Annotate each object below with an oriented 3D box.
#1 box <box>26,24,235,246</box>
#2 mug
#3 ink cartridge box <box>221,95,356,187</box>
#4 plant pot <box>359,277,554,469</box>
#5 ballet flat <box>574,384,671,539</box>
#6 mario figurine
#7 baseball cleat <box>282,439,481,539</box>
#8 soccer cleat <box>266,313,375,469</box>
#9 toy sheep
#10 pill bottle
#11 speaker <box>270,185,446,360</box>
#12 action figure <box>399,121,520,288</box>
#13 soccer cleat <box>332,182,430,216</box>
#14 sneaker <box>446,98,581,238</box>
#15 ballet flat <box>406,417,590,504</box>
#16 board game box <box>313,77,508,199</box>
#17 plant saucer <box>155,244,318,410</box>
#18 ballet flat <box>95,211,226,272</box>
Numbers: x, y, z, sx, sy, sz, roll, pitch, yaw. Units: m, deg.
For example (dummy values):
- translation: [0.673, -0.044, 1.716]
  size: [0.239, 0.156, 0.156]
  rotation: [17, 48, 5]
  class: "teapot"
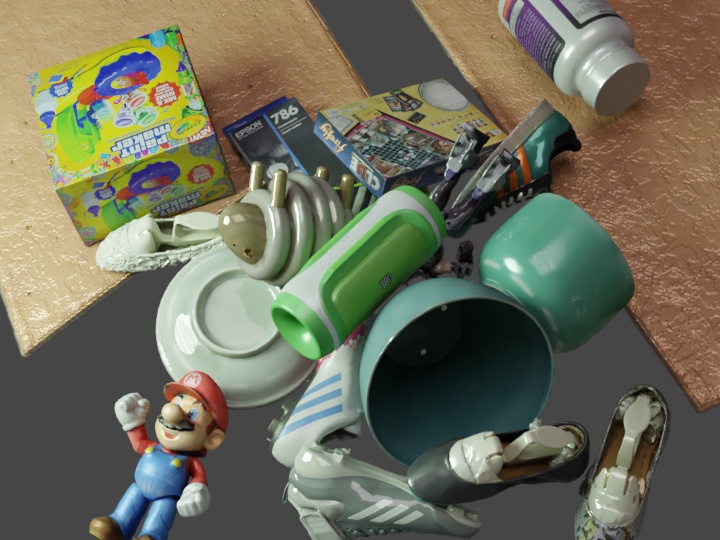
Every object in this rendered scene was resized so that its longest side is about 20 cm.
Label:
- translation: [-0.281, -0.166, 1.562]
  size: [0.198, 0.122, 0.194]
  rotation: [-20, 57, -5]
  class: "box"
- translation: [0.195, 0.016, 1.364]
  size: [0.114, 0.185, 0.152]
  rotation: [-41, 84, -15]
  class: "mug"
- translation: [-0.092, -0.144, 1.568]
  size: [0.099, 0.039, 0.201]
  rotation: [-30, 57, -10]
  class: "ink cartridge box"
- translation: [0.083, 0.088, 1.312]
  size: [0.198, 0.202, 0.135]
  rotation: [-22, 30, -6]
  class: "plant pot"
- translation: [0.260, 0.197, 1.267]
  size: [0.071, 0.072, 0.202]
  rotation: [16, 61, 18]
  class: "ballet flat"
- translation: [-0.208, 0.192, 1.318]
  size: [0.123, 0.106, 0.202]
  rotation: [29, 69, -13]
  class: "mario figurine"
- translation: [0.019, 0.247, 1.283]
  size: [0.198, 0.070, 0.108]
  rotation: [22, 94, 9]
  class: "baseball cleat"
- translation: [-0.021, 0.132, 1.365]
  size: [0.086, 0.070, 0.201]
  rotation: [30, 67, 7]
  class: "soccer cleat"
- translation: [-0.066, -0.046, 1.382]
  size: [0.198, 0.138, 0.139]
  rotation: [2, 48, -34]
  class: "toy sheep"
- translation: [0.264, -0.285, 1.560]
  size: [0.111, 0.112, 0.201]
  rotation: [-27, 57, -10]
  class: "pill bottle"
- translation: [0.000, 0.000, 1.317]
  size: [0.088, 0.089, 0.200]
  rotation: [33, 62, 27]
  class: "speaker"
- translation: [0.090, -0.061, 1.411]
  size: [0.130, 0.069, 0.201]
  rotation: [35, 98, 6]
  class: "action figure"
- translation: [-0.007, -0.060, 1.478]
  size: [0.198, 0.068, 0.082]
  rotation: [-21, 68, -13]
  class: "soccer cleat"
- translation: [0.177, -0.103, 1.477]
  size: [0.080, 0.071, 0.200]
  rotation: [42, 84, 2]
  class: "sneaker"
- translation: [0.142, 0.182, 1.257]
  size: [0.198, 0.073, 0.074]
  rotation: [-4, 53, -21]
  class: "ballet flat"
- translation: [0.062, -0.159, 1.508]
  size: [0.198, 0.035, 0.136]
  rotation: [-19, 52, -34]
  class: "board game box"
- translation: [-0.132, 0.052, 1.416]
  size: [0.197, 0.050, 0.202]
  rotation: [-1, 65, 1]
  class: "plant saucer"
- translation: [-0.222, -0.043, 1.505]
  size: [0.197, 0.072, 0.072]
  rotation: [-5, 56, 6]
  class: "ballet flat"
